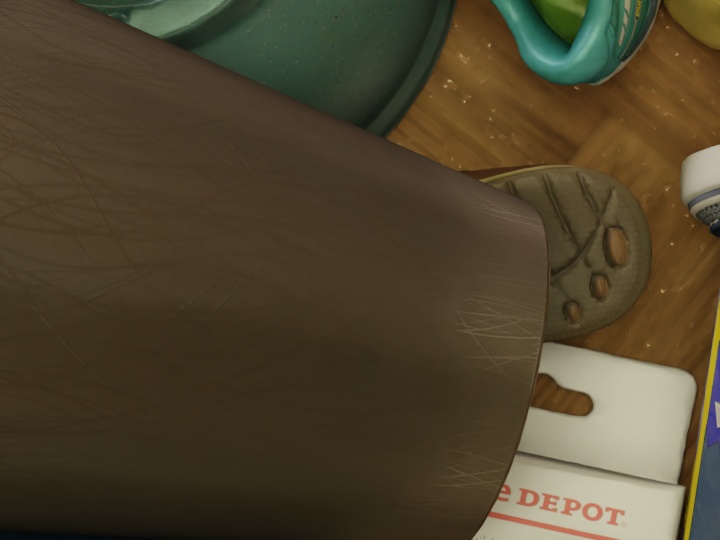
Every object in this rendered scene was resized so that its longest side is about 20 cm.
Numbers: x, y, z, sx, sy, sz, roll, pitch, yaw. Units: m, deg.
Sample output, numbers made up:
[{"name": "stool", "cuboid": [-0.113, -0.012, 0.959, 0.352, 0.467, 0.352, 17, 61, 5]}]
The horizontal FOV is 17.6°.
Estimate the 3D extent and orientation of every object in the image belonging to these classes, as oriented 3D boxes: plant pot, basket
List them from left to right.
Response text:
[{"name": "plant pot", "cuboid": [-0.070, -0.124, 0.804, 0.199, 0.134, 0.202, -1, 84, 7]}, {"name": "basket", "cuboid": [-0.054, 0.011, 0.708, 0.199, 0.136, 0.181, 15, 74, -11]}]

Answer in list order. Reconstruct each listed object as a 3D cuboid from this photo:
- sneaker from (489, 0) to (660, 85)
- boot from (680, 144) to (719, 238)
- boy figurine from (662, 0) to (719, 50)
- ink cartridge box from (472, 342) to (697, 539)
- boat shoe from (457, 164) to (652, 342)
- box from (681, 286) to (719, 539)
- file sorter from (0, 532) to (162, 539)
[{"name": "sneaker", "cuboid": [0.047, -0.155, 0.783, 0.077, 0.080, 0.201, -21, 106, 28]}, {"name": "boot", "cuboid": [0.208, 0.002, 0.787, 0.199, 0.073, 0.091, 1, 79, 7]}, {"name": "boy figurine", "cuboid": [0.182, -0.094, 0.770, 0.124, 0.200, 0.065, -1, 103, -36]}, {"name": "ink cartridge box", "cuboid": [0.044, 0.121, 0.801, 0.115, 0.067, 0.201, 11, 86, 8]}, {"name": "boat shoe", "cuboid": [0.000, -0.001, 0.815, 0.199, 0.068, 0.073, -5, 95, 3]}, {"name": "box", "cuboid": [0.147, 0.040, 0.756, 0.070, 0.064, 0.201, 10, 112, 14]}, {"name": "file sorter", "cuboid": [-0.099, 0.142, 0.733, 0.138, 0.200, 0.124, 4, 90, -26]}]
